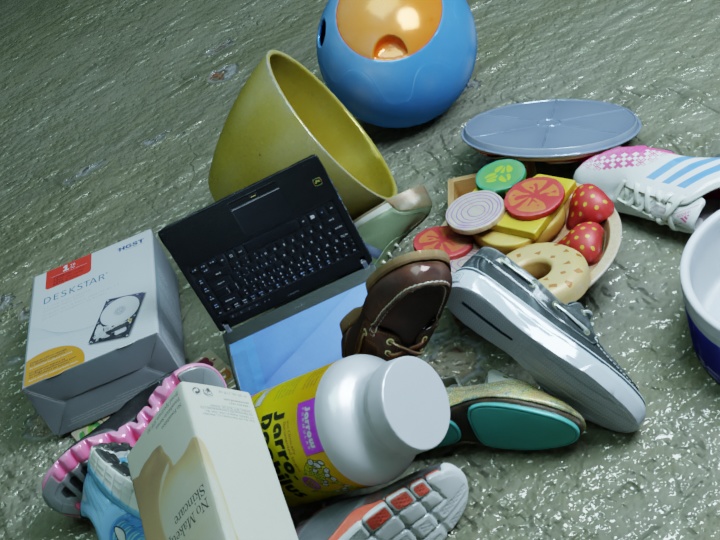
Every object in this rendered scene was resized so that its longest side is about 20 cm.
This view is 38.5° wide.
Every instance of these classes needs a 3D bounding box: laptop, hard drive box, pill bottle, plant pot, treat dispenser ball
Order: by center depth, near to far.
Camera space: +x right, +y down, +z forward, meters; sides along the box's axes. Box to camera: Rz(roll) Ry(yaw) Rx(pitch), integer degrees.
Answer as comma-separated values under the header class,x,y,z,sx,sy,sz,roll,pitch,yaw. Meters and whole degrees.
class,x,y,z,sx,sy,sz,roll,pitch,yaw
pill bottle,-0.021,0.131,0.850,0.199,0.104,0.105,-26,27,44
laptop,-0.074,0.027,0.980,0.176,0.201,0.104,-24,27,9
plant pot,-0.078,-0.108,1.088,0.142,0.200,0.201,-39,35,16
hard drive box,-0.280,0.063,1.134,0.154,0.077,0.201,-23,36,1
treat dispenser ball,0.045,-0.279,1.273,0.199,0.202,0.202,-14,39,11

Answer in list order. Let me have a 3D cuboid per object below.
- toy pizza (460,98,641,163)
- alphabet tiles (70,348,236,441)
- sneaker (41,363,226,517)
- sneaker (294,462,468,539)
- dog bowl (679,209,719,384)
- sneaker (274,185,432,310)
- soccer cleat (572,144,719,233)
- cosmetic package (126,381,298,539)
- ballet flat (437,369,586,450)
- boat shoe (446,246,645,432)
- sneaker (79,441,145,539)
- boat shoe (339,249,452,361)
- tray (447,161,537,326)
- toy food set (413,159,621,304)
class,x,y,z,sx,sy,sz,roll,pitch,yaw
toy pizza,0.211,-0.151,1.149,0.198,0.032,0.201,-5,24,2
alphabet tiles,-0.205,0.162,1.042,0.199,0.006,0.166,-39,40,-19
sneaker,-0.222,0.161,1.005,0.199,0.079,0.095,-36,18,-16
sneaker,-0.007,0.207,0.840,0.199,0.078,0.082,-30,32,-10
dog bowl,0.374,0.020,0.861,0.198,0.079,0.201,-14,39,12
sneaker,0.000,0.000,1.057,0.199,0.067,0.091,-30,81,10
soccer cleat,0.301,-0.076,1.016,0.198,0.070,0.087,2,44,28
cosmetic package,-0.113,0.198,0.800,0.106,0.071,0.201,-52,43,26
ballet flat,0.096,0.119,0.894,0.198,0.071,0.071,-9,40,22
boat shoe,0.165,0.052,0.861,0.200,0.072,0.071,40,62,0
sneaker,-0.176,0.238,0.901,0.199,0.078,0.091,35,106,34
boat shoe,0.032,0.048,0.867,0.070,0.200,0.071,-2,67,-15
tray,0.142,-0.032,1.072,0.098,0.037,0.201,-11,41,14
toy food set,0.151,-0.029,0.997,0.197,0.049,0.200,15,52,38
